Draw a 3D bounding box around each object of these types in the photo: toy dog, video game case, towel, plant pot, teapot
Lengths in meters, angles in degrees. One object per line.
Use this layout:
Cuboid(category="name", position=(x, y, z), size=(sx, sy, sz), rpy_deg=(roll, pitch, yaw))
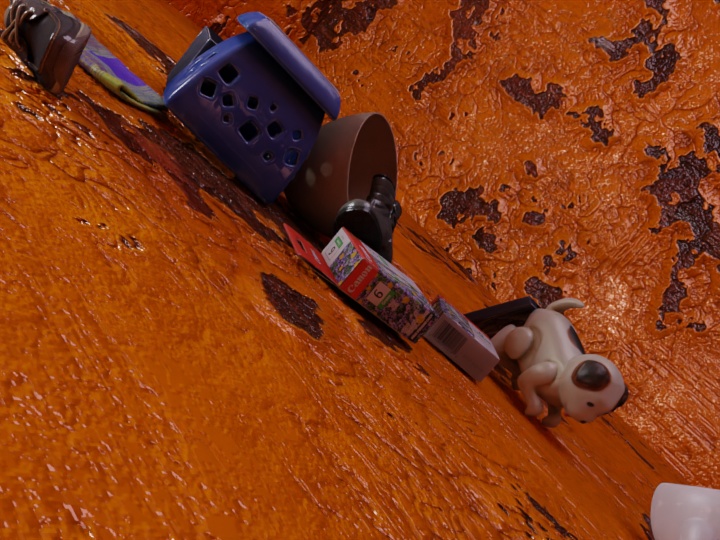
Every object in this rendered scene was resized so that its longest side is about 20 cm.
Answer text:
Cuboid(category="toy dog", position=(0.323, 0.158, 1.304), size=(0.140, 0.194, 0.200), rpy_deg=(49, -5, -39))
Cuboid(category="video game case", position=(0.244, 0.089, 1.439), size=(0.200, 0.141, 0.019), rpy_deg=(29, 47, -65))
Cuboid(category="towel", position=(-0.340, -0.277, 1.073), size=(0.200, 0.023, 0.143), rpy_deg=(43, 8, 13))
Cuboid(category="plant pot", position=(-0.039, -0.138, 1.265), size=(0.133, 0.203, 0.200), rpy_deg=(6, -5, 21))
Cuboid(category="teapot", position=(0.470, 0.361, 1.081), size=(0.197, 0.148, 0.198), rpy_deg=(8, -12, -2))
Cuboid(category="plant pot", position=(-0.145, -0.240, 1.168), size=(0.200, 0.180, 0.200), rpy_deg=(42, 6, -22))

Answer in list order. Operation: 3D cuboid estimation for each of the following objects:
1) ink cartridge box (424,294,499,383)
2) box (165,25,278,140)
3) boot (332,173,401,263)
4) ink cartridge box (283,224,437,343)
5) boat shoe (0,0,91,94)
Cuboid(category="ink cartridge box", position=(0.147, 0.093, 1.278), size=(0.109, 0.050, 0.200), rpy_deg=(40, 9, -5))
Cuboid(category="box", position=(-0.204, -0.278, 1.355), size=(0.199, 0.118, 0.197), rpy_deg=(39, 9, -22))
Cuboid(category="boot", position=(0.014, -0.081, 1.169), size=(0.067, 0.132, 0.200), rpy_deg=(5, -24, 13))
Cuboid(category="ink cartridge box", position=(0.000, 0.000, 1.046), size=(0.199, 0.050, 0.109), rpy_deg=(38, 9, -26))
Cuboid(category="boat shoe", position=(-0.314, -0.224, 0.812), size=(0.073, 0.075, 0.200), rpy_deg=(24, 8, -30))
